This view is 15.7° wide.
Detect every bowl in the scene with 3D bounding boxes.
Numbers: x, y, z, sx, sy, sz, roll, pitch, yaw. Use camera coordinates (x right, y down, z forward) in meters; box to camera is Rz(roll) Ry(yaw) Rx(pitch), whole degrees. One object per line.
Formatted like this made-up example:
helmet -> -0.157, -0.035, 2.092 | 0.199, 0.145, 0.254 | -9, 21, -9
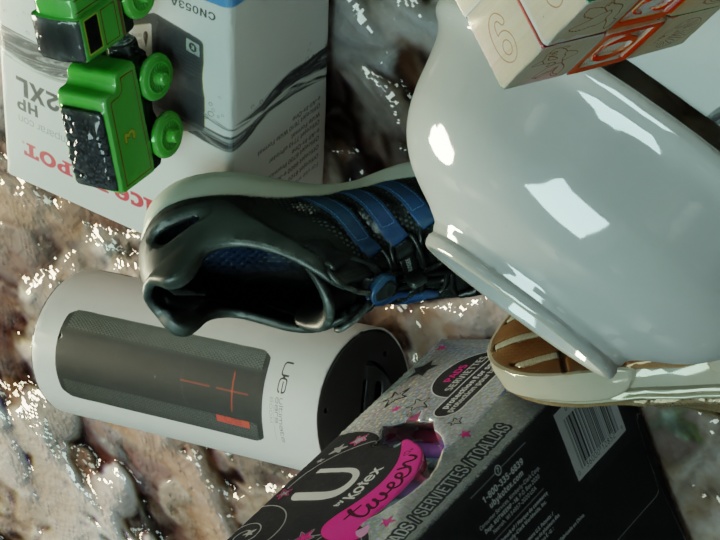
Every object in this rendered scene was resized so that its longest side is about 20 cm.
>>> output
bowl -> 0.090, -0.019, 1.071 | 0.201, 0.090, 0.201 | 36, 179, 1

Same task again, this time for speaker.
speaker -> -0.073, 0.053, 1.361 | 0.199, 0.081, 0.081 | 11, 127, 36

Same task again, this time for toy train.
toy train -> -0.121, -0.126, 1.151 | 0.042, 0.056, 0.201 | 13, 127, 33

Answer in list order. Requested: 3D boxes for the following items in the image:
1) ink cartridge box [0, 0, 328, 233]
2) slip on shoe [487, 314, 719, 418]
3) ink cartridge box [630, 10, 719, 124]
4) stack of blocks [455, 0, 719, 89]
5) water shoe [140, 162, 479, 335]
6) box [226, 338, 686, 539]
ink cartridge box -> -0.095, -0.119, 1.241 | 0.145, 0.084, 0.201 | 24, 134, 24
slip on shoe -> 0.149, 0.039, 1.159 | 0.199, 0.076, 0.061 | -10, 127, 34
ink cartridge box -> 0.194, -0.104, 0.955 | 0.200, 0.084, 0.145 | 35, 140, -4
stack of blocks -> 0.039, -0.165, 0.881 | 0.059, 0.115, 0.200 | -44, 68, 52
water shoe -> 0.000, 0.000, 1.184 | 0.199, 0.079, 0.072 | -3, 130, 3
box -> 0.044, 0.133, 1.225 | 0.114, 0.200, 0.132 | -3, 118, 41
